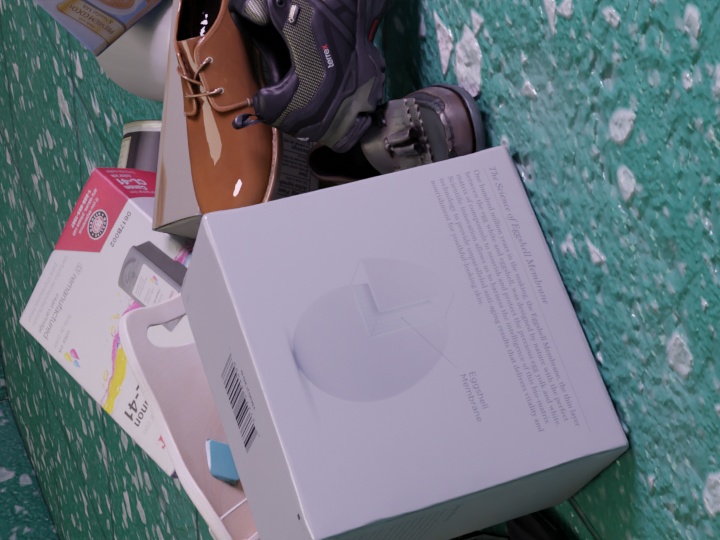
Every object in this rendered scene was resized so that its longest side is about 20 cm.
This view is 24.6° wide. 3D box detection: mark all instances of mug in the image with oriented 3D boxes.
[{"bbox_3d":[-0.129,-0.213,1.323,0.153,0.148,0.188,30,138,54],"label":"mug"}]

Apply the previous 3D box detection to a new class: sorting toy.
[{"bbox_3d":[-0.061,0.072,1.072,0.181,0.199,0.107,54,155,1],"label":"sorting toy"}]

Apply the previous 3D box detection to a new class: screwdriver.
[{"bbox_3d":[0.092,0.148,1.115,0.200,0.029,0.028,-132,33,-61],"label":"screwdriver"}]

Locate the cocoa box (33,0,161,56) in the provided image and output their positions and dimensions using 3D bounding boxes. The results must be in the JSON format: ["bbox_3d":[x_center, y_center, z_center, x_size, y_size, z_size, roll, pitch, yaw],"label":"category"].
[{"bbox_3d":[-0.228,-0.289,1.236,0.200,0.131,0.134,42,-166,-42],"label":"cocoa box"}]

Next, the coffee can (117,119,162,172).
[{"bbox_3d":[-0.146,-0.011,1.392,0.146,0.145,0.202,168,112,-71],"label":"coffee can"}]

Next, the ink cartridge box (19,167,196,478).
[{"bbox_3d":[-0.146,0.037,1.237,0.200,0.085,0.148,40,109,31],"label":"ink cartridge box"}]

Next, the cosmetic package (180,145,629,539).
[{"bbox_3d":[0.020,0.057,0.981,0.123,0.198,0.201,118,135,-63],"label":"cosmetic package"}]

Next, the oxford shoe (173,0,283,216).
[{"bbox_3d":[-0.098,-0.118,1.091,0.071,0.071,0.202,20,-119,-60],"label":"oxford shoe"}]

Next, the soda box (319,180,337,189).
[{"bbox_3d":[0.000,0.000,1.202,0.201,0.067,0.064,-122,27,-44],"label":"soda box"}]

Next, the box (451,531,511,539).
[{"bbox_3d":[0.064,0.293,1.138,0.106,0.121,0.202,166,90,-72],"label":"box"}]

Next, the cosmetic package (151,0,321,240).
[{"bbox_3d":[-0.084,-0.120,1.193,0.071,0.104,0.202,-13,68,53],"label":"cosmetic package"}]

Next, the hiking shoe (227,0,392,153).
[{"bbox_3d":[-0.032,-0.182,1.065,0.076,0.100,0.202,162,115,-64],"label":"hiking shoe"}]

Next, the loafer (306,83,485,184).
[{"bbox_3d":[0.020,-0.078,1.097,0.200,0.062,0.073,174,83,-71],"label":"loafer"}]
